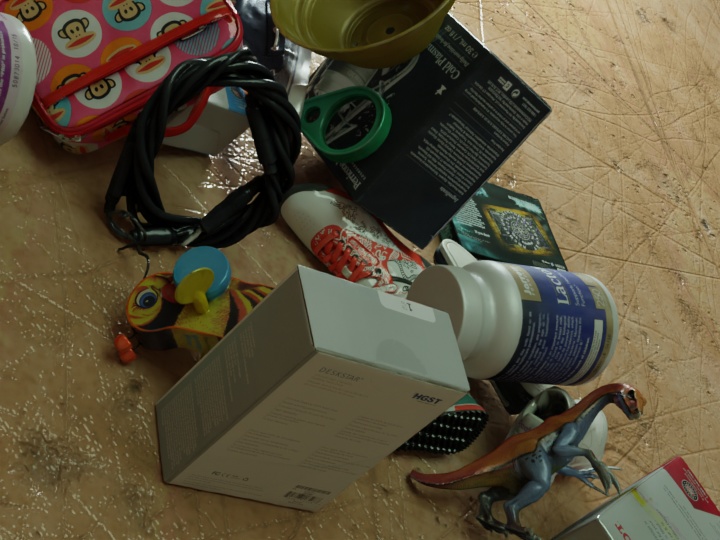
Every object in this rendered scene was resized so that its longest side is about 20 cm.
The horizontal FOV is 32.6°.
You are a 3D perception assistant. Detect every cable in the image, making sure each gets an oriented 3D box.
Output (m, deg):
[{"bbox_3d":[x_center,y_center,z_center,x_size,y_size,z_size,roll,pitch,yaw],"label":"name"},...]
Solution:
[{"bbox_3d":[-0.125,-0.099,1.065,0.162,0.201,0.051,12,29,-29],"label":"cable"}]

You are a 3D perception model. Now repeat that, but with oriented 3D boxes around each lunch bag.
[{"bbox_3d":[-0.205,-0.194,1.089,0.177,0.199,0.082,59,-9,11],"label":"lunch bag"}]

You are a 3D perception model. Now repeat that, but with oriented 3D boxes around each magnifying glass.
[{"bbox_3d":[-0.053,-0.157,1.243,0.022,0.199,0.080,41,71,-48],"label":"magnifying glass"}]

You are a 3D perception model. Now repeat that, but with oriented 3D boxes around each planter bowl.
[{"bbox_3d":[0.019,-0.258,1.194,0.084,0.199,0.201,61,14,-51],"label":"planter bowl"}]

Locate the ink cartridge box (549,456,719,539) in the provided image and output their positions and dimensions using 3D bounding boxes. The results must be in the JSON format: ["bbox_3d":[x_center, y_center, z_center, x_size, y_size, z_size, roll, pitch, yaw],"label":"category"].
[{"bbox_3d":[0.251,0.291,1.147,0.199,0.145,0.146,-13,66,-53],"label":"ink cartridge box"}]

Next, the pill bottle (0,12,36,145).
[{"bbox_3d":[-0.360,-0.161,0.938,0.199,0.112,0.113,6,52,-46],"label":"pill bottle"}]

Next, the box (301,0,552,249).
[{"bbox_3d":[0.054,-0.167,1.277,0.124,0.197,0.200,31,15,-42],"label":"box"}]

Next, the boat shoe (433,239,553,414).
[{"bbox_3d":[0.131,0.061,1.318,0.201,0.062,0.075,55,32,6],"label":"boat shoe"}]

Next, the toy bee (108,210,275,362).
[{"bbox_3d":[-0.143,0.040,1.004,0.109,0.199,0.131,-58,138,-26],"label":"toy bee"}]

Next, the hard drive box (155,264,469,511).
[{"bbox_3d":[-0.040,0.100,0.959,0.155,0.200,0.077,19,43,-37],"label":"hard drive box"}]

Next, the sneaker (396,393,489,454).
[{"bbox_3d":[0.027,0.115,1.156,0.199,0.071,0.094,14,29,-38],"label":"sneaker"}]

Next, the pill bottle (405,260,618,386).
[{"bbox_3d":[0.146,0.051,1.201,0.199,0.116,0.116,7,51,-35],"label":"pill bottle"}]

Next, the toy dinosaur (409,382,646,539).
[{"bbox_3d":[0.180,0.164,1.146,0.199,0.105,0.182,33,73,-12],"label":"toy dinosaur"}]

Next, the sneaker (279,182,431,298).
[{"bbox_3d":[0.001,0.000,1.226,0.201,0.067,0.108,36,33,-23],"label":"sneaker"}]

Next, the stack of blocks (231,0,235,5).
[{"bbox_3d":[-0.119,-0.348,1.396,0.058,0.115,0.201,31,38,-24],"label":"stack of blocks"}]

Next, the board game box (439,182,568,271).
[{"bbox_3d":[0.166,-0.051,1.499,0.199,0.028,0.136,16,45,-39],"label":"board game box"}]

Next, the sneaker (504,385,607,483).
[{"bbox_3d":[0.212,0.162,1.268,0.075,0.100,0.200,30,25,25],"label":"sneaker"}]

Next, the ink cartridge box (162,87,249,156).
[{"bbox_3d":[-0.195,-0.216,1.201,0.201,0.067,0.116,60,21,17],"label":"ink cartridge box"}]

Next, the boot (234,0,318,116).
[{"bbox_3d":[-0.096,-0.194,1.211,0.090,0.073,0.201,12,49,-6],"label":"boot"}]
